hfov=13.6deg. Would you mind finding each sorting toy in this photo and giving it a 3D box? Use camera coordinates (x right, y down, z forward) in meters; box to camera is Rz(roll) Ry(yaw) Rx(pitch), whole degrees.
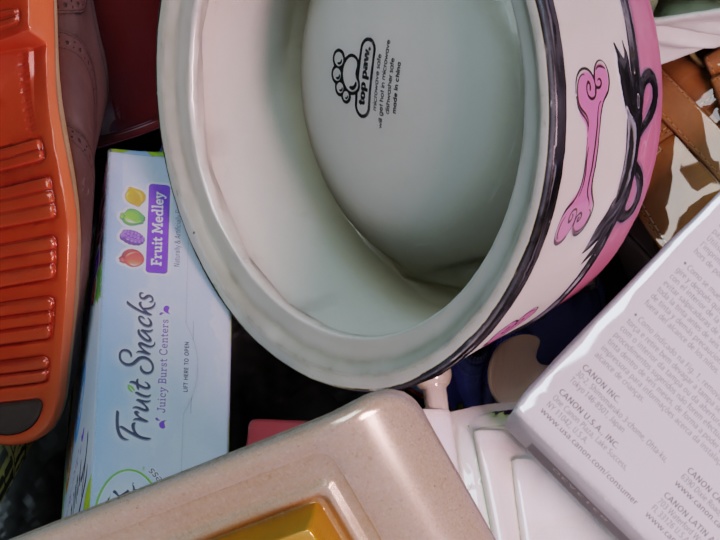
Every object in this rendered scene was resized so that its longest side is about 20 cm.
[{"bbox_3d":[-0.035,0.150,0.953,0.199,0.186,0.037,-24,21,15],"label":"sorting toy"}]

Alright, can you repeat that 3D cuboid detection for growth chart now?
[{"bbox_3d":[0.112,0.097,1.039,0.199,0.018,0.146,9,65,-16],"label":"growth chart"}]

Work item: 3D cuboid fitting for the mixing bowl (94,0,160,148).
[{"bbox_3d":[-0.142,-0.134,1.211,0.199,0.109,0.200,-6,28,3],"label":"mixing bowl"}]

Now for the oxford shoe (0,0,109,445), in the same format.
[{"bbox_3d":[-0.116,-0.037,1.093,0.071,0.072,0.201,-4,85,29],"label":"oxford shoe"}]

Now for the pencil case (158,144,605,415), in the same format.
[{"bbox_3d":[0.000,0.000,1.159,0.199,0.087,0.078,25,97,29],"label":"pencil case"}]

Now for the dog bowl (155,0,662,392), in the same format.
[{"bbox_3d":[0.019,-0.063,1.021,0.199,0.074,0.202,11,104,47],"label":"dog bowl"}]

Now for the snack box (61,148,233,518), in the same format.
[{"bbox_3d":[-0.080,0.077,1.090,0.053,0.143,0.201,5,51,-7],"label":"snack box"}]

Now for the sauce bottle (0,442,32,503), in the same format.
[{"bbox_3d":[-0.163,0.081,1.089,0.064,0.065,0.201,2,41,20],"label":"sauce bottle"}]

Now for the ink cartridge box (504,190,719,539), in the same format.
[{"bbox_3d":[0.172,0.035,1.012,0.161,0.050,0.200,44,82,4],"label":"ink cartridge box"}]

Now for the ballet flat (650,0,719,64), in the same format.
[{"bbox_3d":[0.111,-0.107,1.021,0.199,0.069,0.070,0,62,35],"label":"ballet flat"}]

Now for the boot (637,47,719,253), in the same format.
[{"bbox_3d":[0.134,-0.094,1.087,0.155,0.077,0.201,-34,63,4],"label":"boot"}]

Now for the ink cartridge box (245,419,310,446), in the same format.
[{"bbox_3d":[0.052,0.120,1.086,0.199,0.068,0.117,0,63,19],"label":"ink cartridge box"}]

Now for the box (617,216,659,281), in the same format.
[{"bbox_3d":[0.188,-0.051,1.124,0.200,0.082,0.068,-37,58,-5],"label":"box"}]
